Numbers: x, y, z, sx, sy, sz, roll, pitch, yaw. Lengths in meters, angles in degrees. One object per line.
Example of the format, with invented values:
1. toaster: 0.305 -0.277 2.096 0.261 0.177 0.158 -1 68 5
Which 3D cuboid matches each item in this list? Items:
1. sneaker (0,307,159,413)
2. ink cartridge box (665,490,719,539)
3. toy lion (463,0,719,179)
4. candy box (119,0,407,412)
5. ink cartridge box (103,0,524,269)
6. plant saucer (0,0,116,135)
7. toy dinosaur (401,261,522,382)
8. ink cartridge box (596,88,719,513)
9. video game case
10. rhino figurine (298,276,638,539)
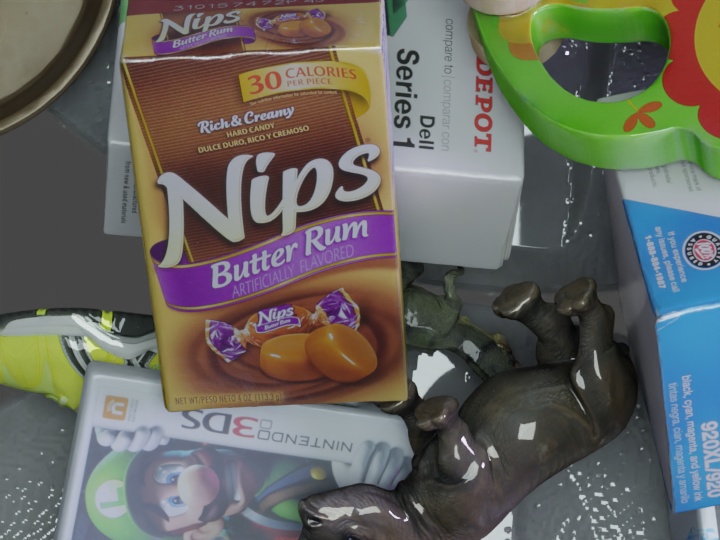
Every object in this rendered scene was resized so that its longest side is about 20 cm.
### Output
1. sneaker: -0.103 0.061 1.426 0.199 0.075 0.077 8 88 -3
2. ink cartridge box: 0.234 0.143 1.444 0.145 0.083 0.201 -8 90 -3
3. toy lion: 0.165 -0.107 1.313 0.199 0.069 0.192 -25 57 -4
4. candy box: -0.041 -0.030 1.313 0.116 0.057 0.201 -3 126 3
5. ink cartridge box: -0.020 -0.088 1.402 0.199 0.084 0.147 4 58 -4
6. plant saucer: -0.215 -0.158 1.435 0.199 0.029 0.201 0 88 1
7. toy dinosaur: 0.000 0.000 1.434 0.199 0.047 0.088 16 50 -18
8. ink cartridge box: 0.224 -0.001 1.343 0.199 0.145 0.148 -11 46 1
9. video game case: -0.063 0.153 1.416 0.181 0.023 0.201 9 104 -12
10. rhino figurine: 0.048 0.088 1.375 0.200 0.060 0.088 -38 121 1
